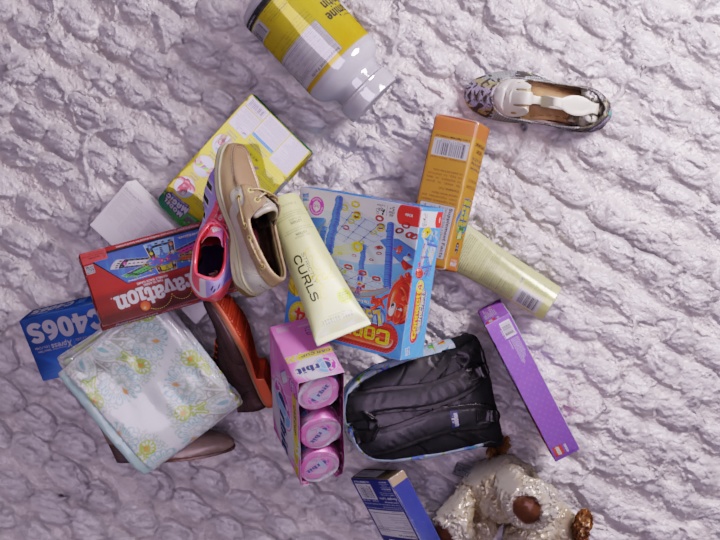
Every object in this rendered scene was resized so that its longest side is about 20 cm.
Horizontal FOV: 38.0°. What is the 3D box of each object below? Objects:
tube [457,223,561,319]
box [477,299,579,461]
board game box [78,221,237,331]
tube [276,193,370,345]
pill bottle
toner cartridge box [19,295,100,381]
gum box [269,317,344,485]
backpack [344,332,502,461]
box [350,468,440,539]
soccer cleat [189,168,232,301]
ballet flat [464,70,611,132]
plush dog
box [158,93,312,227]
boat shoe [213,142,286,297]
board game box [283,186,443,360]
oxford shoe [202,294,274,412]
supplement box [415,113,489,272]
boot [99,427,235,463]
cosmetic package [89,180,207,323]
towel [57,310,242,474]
[{"bbox_3d":[0.177,-0.007,1.427,0.199,0.052,0.058,31,58,7],"label":"tube"},{"bbox_3d":[0.221,0.142,1.393,0.039,0.137,0.201,-27,94,5],"label":"box"},{"bbox_3d":[-0.254,0.002,1.362,0.199,0.019,0.104,-17,76,-21],"label":"board game box"},{"bbox_3d":[-0.062,-0.005,1.351,0.058,0.052,0.201,-32,71,20],"label":"tube"},{"bbox_3d":[-0.050,-0.295,1.373,0.112,0.112,0.200,-44,93,7],"label":"pill bottle"},{"bbox_3d":[-0.362,0.084,1.445,0.198,0.043,0.096,-14,107,15],"label":"toner cartridge box"},{"bbox_3d":[-0.071,0.178,1.383,0.066,0.114,0.201,-13,130,-18],"label":"gum box"},{"bbox_3d":[0.070,0.183,1.415,0.199,0.154,0.165,-19,98,-17],"label":"backpack"},{"bbox_3d":[0.067,0.367,1.439,0.032,0.121,0.201,-28,94,-27],"label":"box"},{"bbox_3d":[-0.181,-0.058,1.350,0.066,0.077,0.202,9,68,-2],"label":"soccer cleat"},{"bbox_3d":[0.238,-0.226,1.386,0.198,0.072,0.073,9,97,3],"label":"ballet flat"},{"bbox_3d":[0.221,0.334,1.433,0.199,0.161,0.172,-31,110,34],"label":"plush dog"},{"bbox_3d":[-0.173,-0.128,1.433,0.117,0.048,0.200,44,95,-3],"label":"box"},{"bbox_3d":[-0.133,-0.070,1.323,0.066,0.074,0.202,-16,82,30],"label":"boat shoe"},{"bbox_3d":[0.000,0.000,1.385,0.199,0.056,0.198,12,98,34],"label":"board game box"},{"bbox_3d":[-0.179,0.113,1.429,0.072,0.071,0.201,-19,111,10],"label":"oxford shoe"},{"bbox_3d":[0.115,-0.101,1.394,0.068,0.066,0.202,16,94,21],"label":"supplement box"},{"bbox_3d":[-0.281,0.190,1.463,0.198,0.070,0.148,-7,95,5],"label":"boot"},{"bbox_3d":[-0.269,-0.027,1.447,0.200,0.051,0.083,44,101,-2],"label":"cosmetic package"},{"bbox_3d":[-0.282,0.150,1.393,0.171,0.048,0.201,-35,102,7],"label":"towel"}]
